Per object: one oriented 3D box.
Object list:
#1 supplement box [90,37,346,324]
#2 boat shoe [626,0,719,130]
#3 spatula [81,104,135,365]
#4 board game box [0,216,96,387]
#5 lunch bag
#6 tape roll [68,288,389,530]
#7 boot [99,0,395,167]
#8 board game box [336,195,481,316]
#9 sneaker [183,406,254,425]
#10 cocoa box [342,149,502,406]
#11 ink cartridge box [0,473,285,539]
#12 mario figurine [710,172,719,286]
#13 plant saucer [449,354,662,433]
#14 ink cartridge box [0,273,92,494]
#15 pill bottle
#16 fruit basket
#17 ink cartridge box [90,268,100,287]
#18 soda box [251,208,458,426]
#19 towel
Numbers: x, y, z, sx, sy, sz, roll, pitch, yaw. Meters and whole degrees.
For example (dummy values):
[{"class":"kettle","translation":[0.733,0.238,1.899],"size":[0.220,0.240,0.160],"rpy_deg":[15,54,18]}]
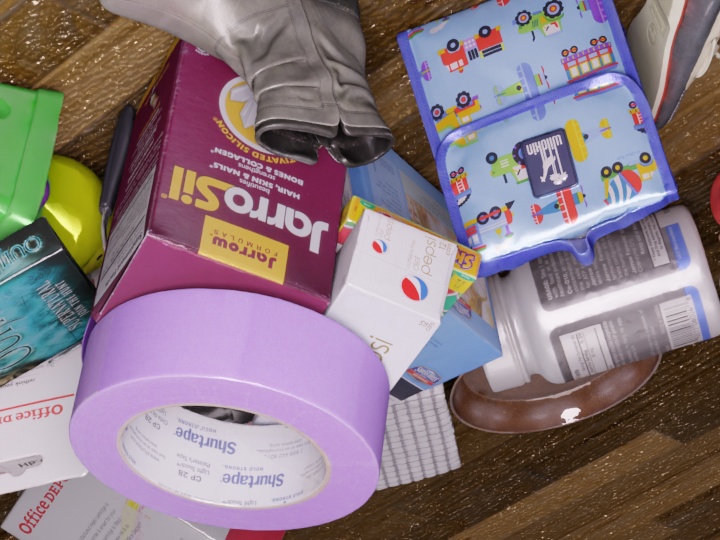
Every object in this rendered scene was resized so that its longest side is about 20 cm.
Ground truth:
[{"class":"supplement box","translation":[-0.087,-0.049,1.288],"size":[0.130,0.201,0.103],"rpy_deg":[20,139,-17]},{"class":"boat shoe","translation":[0.228,-0.170,1.369],"size":[0.062,0.072,0.201],"rpy_deg":[-9,144,-11]},{"class":"spatula","translation":[-0.169,-0.026,1.326],"size":[0.020,0.201,0.057],"rpy_deg":[1,153,2]},{"class":"board game box","translation":[-0.244,0.035,1.313],"size":[0.135,0.028,0.200],"rpy_deg":[-31,166,-5]},{"class":"lunch bag","translation":[0.126,-0.087,1.331],"size":[0.150,0.201,0.094],"rpy_deg":[-20,148,10]},{"class":"tape roll","translation":[-0.083,0.093,1.252],"size":[0.198,0.066,0.201],"rpy_deg":[6,147,4]},{"class":"boot","translation":[-0.069,-0.137,1.248],"size":[0.199,0.131,0.068],"rpy_deg":[9,142,-31]},{"class":"board game box","translation":[-0.002,0.027,1.338],"size":[0.095,0.030,0.200],"rpy_deg":[24,146,-11]},{"class":"sneaker","translation":[-0.076,0.103,1.449],"size":[0.198,0.076,0.088],"rpy_deg":[1,141,-13]},{"class":"cocoa box","translation":[0.000,0.000,1.485],"size":[0.131,0.134,0.200],"rpy_deg":[-25,146,21]},{"class":"ink cartridge box","translation":[-0.168,0.182,1.630],"size":[0.199,0.145,0.145],"rpy_deg":[33,135,-7]},{"class":"mario figurine","translation":[0.344,-0.014,1.610],"size":[0.105,0.124,0.200],"rpy_deg":[-4,154,10]},{"class":"plant saucer","translation":[0.174,0.085,1.779],"size":[0.199,0.035,0.201],"rpy_deg":[-11,148,-7]},{"class":"ink cartridge box","translation":[-0.246,0.084,1.457],"size":[0.114,0.201,0.068],"rpy_deg":[-12,149,9]},{"class":"pill bottle","translation":[0.190,0.027,1.619],"size":[0.199,0.114,0.114],"rpy_deg":[-17,148,7]},{"class":"fruit basket","translation":[-0.249,-0.027,1.359],"size":[0.214,0.156,0.216],"rpy_deg":[3,138,2]},{"class":"ink cartridge box","translation":[-0.143,0.050,1.528],"size":[0.067,0.117,0.200],"rpy_deg":[-17,147,9]},{"class":"soda box","translation":[-0.007,0.046,1.289],"size":[0.068,0.064,0.200],"rpy_deg":[22,143,-9]},{"class":"towel","translation":[-0.002,0.127,1.740],"size":[0.164,0.086,0.200],"rpy_deg":[-13,150,3]}]
